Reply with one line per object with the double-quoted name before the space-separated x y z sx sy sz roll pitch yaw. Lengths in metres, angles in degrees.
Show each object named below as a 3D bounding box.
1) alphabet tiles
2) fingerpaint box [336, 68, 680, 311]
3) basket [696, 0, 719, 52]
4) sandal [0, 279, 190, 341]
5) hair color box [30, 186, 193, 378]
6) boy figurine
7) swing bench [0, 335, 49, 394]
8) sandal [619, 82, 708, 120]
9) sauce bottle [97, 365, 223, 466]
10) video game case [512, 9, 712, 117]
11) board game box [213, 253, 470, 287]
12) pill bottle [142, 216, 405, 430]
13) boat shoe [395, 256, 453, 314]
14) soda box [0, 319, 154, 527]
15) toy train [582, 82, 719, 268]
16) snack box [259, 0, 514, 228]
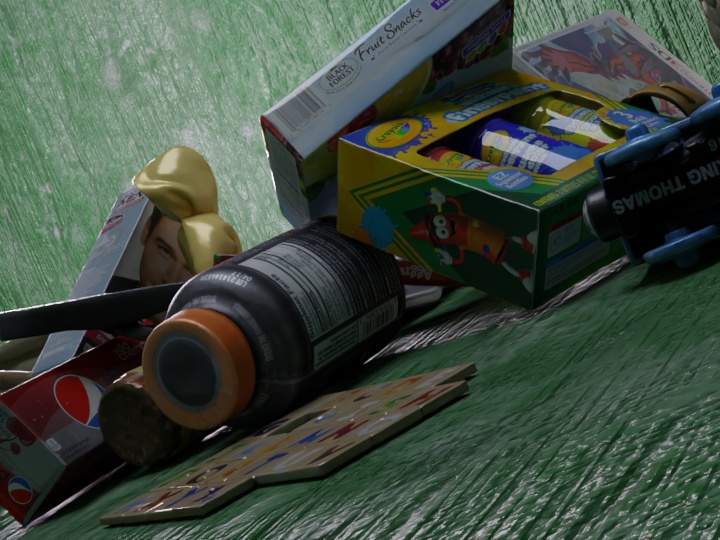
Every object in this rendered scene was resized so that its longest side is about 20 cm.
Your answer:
"alphabet tiles" -0.034 0.093 0.824 0.166 0.008 0.199 -26 3 -34
"fingerpaint box" 0.108 -0.064 1.036 0.166 0.074 0.199 23 33 36
"basket" 0.392 -0.231 1.276 0.160 0.202 0.198 -23 2 36
"sandal" -0.158 0.035 1.095 0.198 0.043 0.076 -10 0 -20
"hair color box" -0.182 0.030 1.264 0.060 0.099 0.201 -21 38 40
"boy figurine" -0.119 0.000 1.214 0.064 0.202 0.124 -23 6 -3
"swing bench" -0.335 0.134 1.285 0.198 0.131 0.199 -21 -1 44
"sandal" 0.240 -0.115 1.169 0.198 0.055 0.080 -1 -15 -18
"sauce bottle" -0.100 0.074 1.075 0.066 0.067 0.200 -21 5 34
"video game case" 0.236 -0.145 1.294 0.199 0.182 0.023 -28 -26 -50
"board game box" 0.000 0.000 1.141 0.198 0.020 0.103 2 2 29
"pill bottle" -0.058 0.037 1.002 0.105 0.107 0.200 -21 4 33
"boat shoe" 0.037 -0.001 1.277 0.074 0.065 0.202 -21 4 31
"soda box" -0.190 0.102 1.077 0.064 0.070 0.200 -52 -10 24
"toy train" 0.223 -0.065 0.865 0.198 0.088 0.114 -23 -2 20
"snack box" 0.024 -0.117 1.102 0.199 0.053 0.143 -40 -21 -14
